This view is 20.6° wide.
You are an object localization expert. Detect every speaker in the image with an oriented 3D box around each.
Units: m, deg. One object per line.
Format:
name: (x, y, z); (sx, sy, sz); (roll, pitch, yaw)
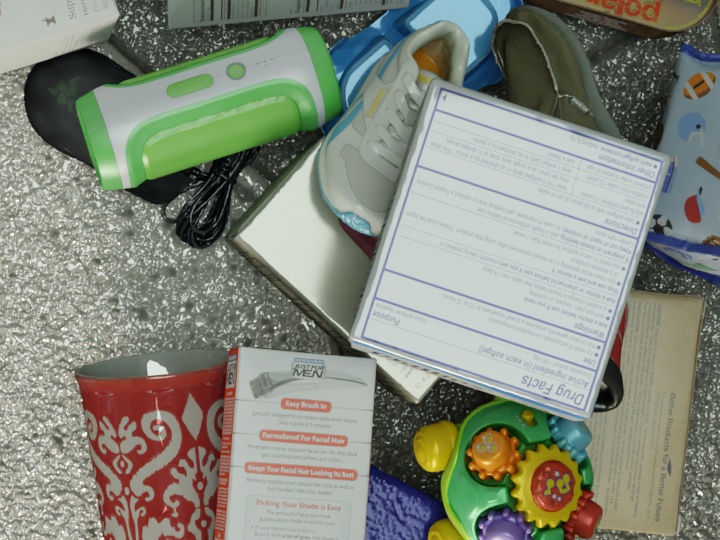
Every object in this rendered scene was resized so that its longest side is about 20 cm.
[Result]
speaker: (-0.119, -0.128, 1.564); (0.198, 0.088, 0.089); (-18, 93, -9)

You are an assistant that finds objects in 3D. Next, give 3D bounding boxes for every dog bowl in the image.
dog bowl: (0.046, -0.172, 1.649); (0.200, 0.050, 0.112); (-41, 96, -5)

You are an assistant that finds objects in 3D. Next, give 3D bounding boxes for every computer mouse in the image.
computer mouse: (-0.181, -0.117, 1.620); (0.199, 0.053, 0.139); (26, 89, -7)

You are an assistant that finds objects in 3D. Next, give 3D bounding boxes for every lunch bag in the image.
lunch bag: (0.309, -0.077, 1.625); (0.123, 0.200, 0.171); (16, 88, 30)

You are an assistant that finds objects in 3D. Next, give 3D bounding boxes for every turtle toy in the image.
turtle toy: (0.131, 0.189, 1.549); (0.145, 0.101, 0.202); (-10, 92, -26)

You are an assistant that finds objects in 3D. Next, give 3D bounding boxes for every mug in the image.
mug: (-0.135, 0.172, 1.587); (0.176, 0.133, 0.202); (-2, 96, 21)

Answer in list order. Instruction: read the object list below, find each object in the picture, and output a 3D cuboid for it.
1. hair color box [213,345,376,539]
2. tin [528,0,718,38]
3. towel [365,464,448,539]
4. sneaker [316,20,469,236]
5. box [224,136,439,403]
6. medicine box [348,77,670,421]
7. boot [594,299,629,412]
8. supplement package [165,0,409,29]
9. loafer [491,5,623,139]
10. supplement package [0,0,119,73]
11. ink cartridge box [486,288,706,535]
hair color box: (-0.052, 0.163, 1.520); (0.110, 0.064, 0.202); (6, 85, -12)
tin: (0.207, -0.259, 1.651); (0.198, 0.042, 0.113); (14, 72, -19)
towel: (-0.018, 0.254, 1.576); (0.147, 0.050, 0.201); (29, 80, -7)
sneaker: (0.027, -0.115, 1.534); (0.076, 0.081, 0.201); (33, 52, -16)
box: (0.000, 0.000, 1.608); (0.200, 0.128, 0.109); (43, 85, -6)
medicine box: (0.104, -0.014, 1.440); (0.181, 0.103, 0.202); (18, 87, -1)
boot: (0.128, 0.023, 1.525); (0.199, 0.145, 0.072); (34, 130, -20)
supplement package: (-0.062, -0.299, 1.561); (0.198, 0.151, 0.153); (-6, 68, -7)
loafer: (0.147, -0.124, 1.546); (0.069, 0.075, 0.201); (-12, 58, -24)
supplement package: (-0.302, -0.215, 1.542); (0.198, 0.120, 0.122); (-19, 91, -12)
ink cartridge box: (0.191, 0.111, 1.661); (0.163, 0.075, 0.202); (7, 89, -9)
